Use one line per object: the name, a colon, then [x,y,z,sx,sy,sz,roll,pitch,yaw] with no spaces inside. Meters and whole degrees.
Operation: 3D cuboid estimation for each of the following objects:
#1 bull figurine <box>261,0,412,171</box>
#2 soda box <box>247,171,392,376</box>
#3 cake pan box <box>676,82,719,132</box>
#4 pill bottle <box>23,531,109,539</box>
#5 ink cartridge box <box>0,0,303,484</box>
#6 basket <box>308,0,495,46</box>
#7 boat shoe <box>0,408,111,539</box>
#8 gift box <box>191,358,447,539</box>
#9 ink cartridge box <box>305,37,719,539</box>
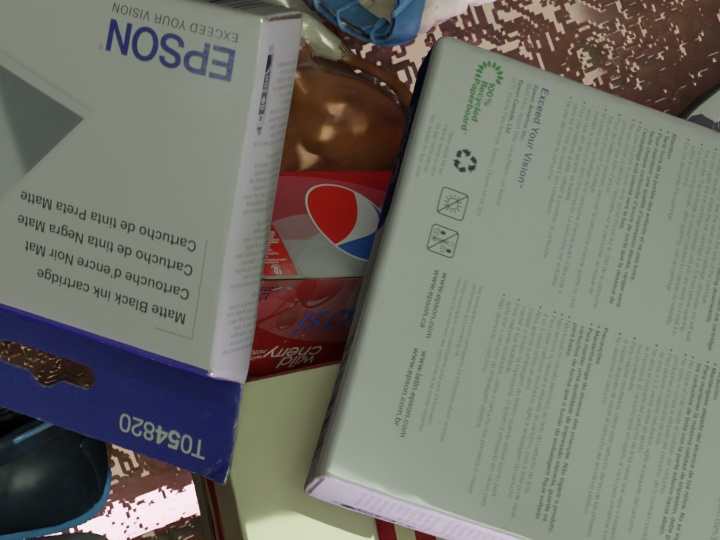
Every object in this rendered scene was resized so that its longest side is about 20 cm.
bull figurine: [-0.070,-0.041,1.111,0.200,0.065,0.122,-36,96,-7]
soda box: [0.000,0.000,1.068,0.199,0.070,0.064,-1,50,-43]
cake pan box: [0.217,-0.004,1.111,0.184,0.052,0.200,-37,97,3]
pill bottle: [-0.143,0.229,1.086,0.112,0.113,0.201,-14,95,-9]
ink cartridge box: [-0.129,-0.029,0.987,0.199,0.041,0.201,15,106,24]
basket: [-0.013,-0.175,1.055,0.199,0.176,0.140,-4,119,-23]
boat shoe: [-0.215,0.092,1.089,0.199,0.084,0.069,-14,114,-23]
gift box: [0.025,0.139,1.083,0.183,0.200,0.188,-12,79,-6]
ink cartridge box: [0.097,0.026,0.994,0.199,0.041,0.201,19,71,-6]
